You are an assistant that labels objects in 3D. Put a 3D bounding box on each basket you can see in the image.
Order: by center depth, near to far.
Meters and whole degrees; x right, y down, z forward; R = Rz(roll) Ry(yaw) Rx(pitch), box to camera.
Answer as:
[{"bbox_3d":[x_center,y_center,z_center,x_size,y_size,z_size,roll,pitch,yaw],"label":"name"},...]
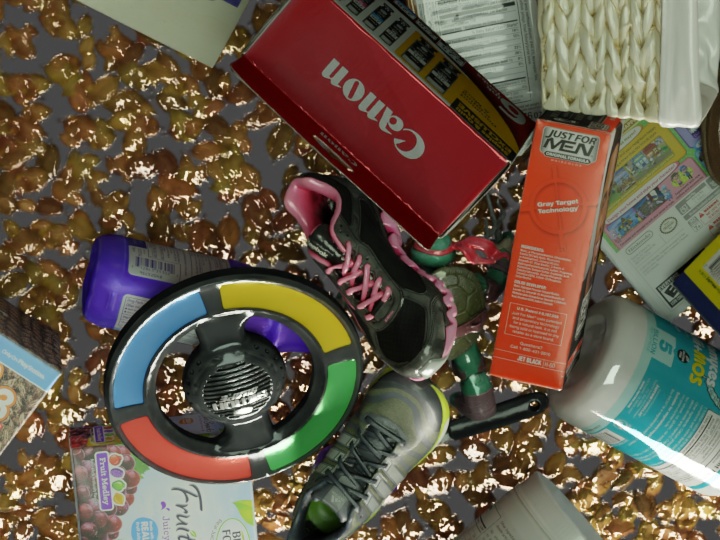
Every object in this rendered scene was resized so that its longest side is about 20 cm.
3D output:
[{"bbox_3d":[0.201,-0.216,1.701,0.123,0.136,0.201,2,107,16],"label":"basket"}]

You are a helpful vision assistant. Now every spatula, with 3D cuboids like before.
[{"bbox_3d":[0.059,0.138,1.857,0.199,0.021,0.057,-22,108,-3],"label":"spatula"}]

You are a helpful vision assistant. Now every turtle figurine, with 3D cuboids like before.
[{"bbox_3d":[0.057,0.029,1.788,0.149,0.101,0.201,-5,115,-3],"label":"turtle figurine"}]

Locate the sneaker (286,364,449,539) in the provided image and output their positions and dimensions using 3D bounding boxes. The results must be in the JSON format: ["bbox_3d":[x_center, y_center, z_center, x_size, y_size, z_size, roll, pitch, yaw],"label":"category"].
[{"bbox_3d":[0.004,0.154,1.778,0.074,0.081,0.200,34,128,6],"label":"sneaker"}]

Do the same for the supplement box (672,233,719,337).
[{"bbox_3d":[0.367,-0.009,1.798,0.200,0.110,0.109,-47,128,9],"label":"supplement box"}]

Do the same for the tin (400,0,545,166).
[{"bbox_3d":[0.092,-0.174,1.762,0.112,0.042,0.201,-13,108,-9],"label":"tin"}]

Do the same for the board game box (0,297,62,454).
[{"bbox_3d":[-0.349,0.098,1.740,0.159,0.097,0.200,34,99,-17],"label":"board game box"}]

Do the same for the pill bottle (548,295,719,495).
[{"bbox_3d":[0.259,0.110,1.834,0.200,0.111,0.111,28,100,-16],"label":"pill bottle"}]

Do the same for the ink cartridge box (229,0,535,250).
[{"bbox_3d":[0.019,-0.126,1.661,0.200,0.176,0.084,42,110,-2],"label":"ink cartridge box"}]

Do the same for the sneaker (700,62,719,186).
[{"bbox_3d":[0.318,-0.152,1.759,0.070,0.076,0.201,12,104,-12],"label":"sneaker"}]

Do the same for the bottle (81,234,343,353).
[{"bbox_3d":[-0.114,0.025,1.764,0.199,0.084,0.065,12,110,-13],"label":"bottle"}]

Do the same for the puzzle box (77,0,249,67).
[{"bbox_3d":[-0.164,-0.250,1.687,0.200,0.025,0.133,26,100,-25],"label":"puzzle box"}]

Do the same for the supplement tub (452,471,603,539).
[{"bbox_3d":[0.110,0.275,1.849,0.200,0.132,0.132,-41,108,4],"label":"supplement tub"}]

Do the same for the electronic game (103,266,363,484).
[{"bbox_3d":[-0.095,0.082,1.728,0.199,0.042,0.201,-7,126,-10],"label":"electronic game"}]

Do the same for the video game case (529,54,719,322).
[{"bbox_3d":[0.265,-0.085,1.824,0.200,0.022,0.182,-40,108,5],"label":"video game case"}]

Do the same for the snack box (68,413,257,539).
[{"bbox_3d":[-0.154,0.220,1.831,0.142,0.053,0.201,-7,107,-9],"label":"snack box"}]

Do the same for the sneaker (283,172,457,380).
[{"bbox_3d":[0.000,0.000,1.712,0.095,0.200,0.079,17,124,-45],"label":"sneaker"}]

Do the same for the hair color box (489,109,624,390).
[{"bbox_3d":[0.151,-0.020,1.738,0.061,0.102,0.201,11,104,10],"label":"hair color box"}]
